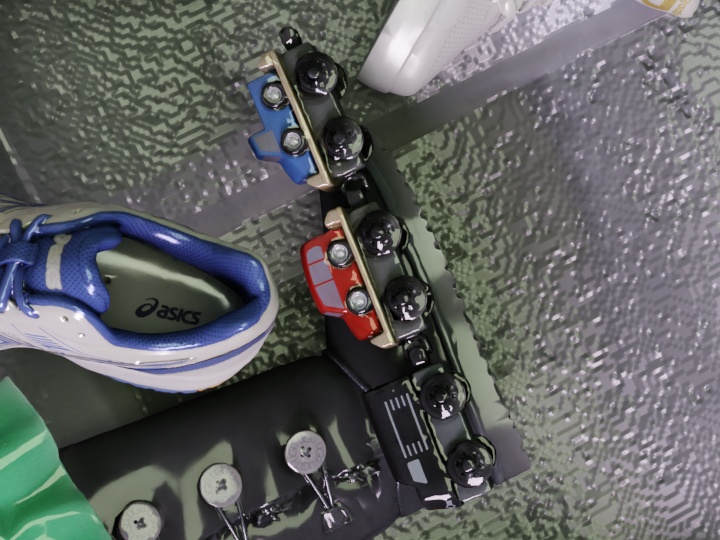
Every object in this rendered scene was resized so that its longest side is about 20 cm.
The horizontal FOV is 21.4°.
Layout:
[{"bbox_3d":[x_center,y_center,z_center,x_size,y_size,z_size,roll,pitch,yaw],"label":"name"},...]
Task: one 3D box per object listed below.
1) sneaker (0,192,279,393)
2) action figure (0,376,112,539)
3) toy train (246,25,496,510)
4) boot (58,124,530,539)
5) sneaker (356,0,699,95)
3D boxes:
[{"bbox_3d":[-0.125,-0.004,0.703,0.198,0.088,0.076,6,75,-17],"label":"sneaker"},{"bbox_3d":[-0.186,0.139,0.698,0.199,0.055,0.119,-29,74,-22],"label":"action figure"},{"bbox_3d":[0.000,0.000,0.754,0.045,0.034,0.202,-22,86,8],"label":"toy train"},{"bbox_3d":[-0.050,0.052,0.794,0.199,0.066,0.166,-24,85,-5],"label":"boot"},{"bbox_3d":[0.093,-0.135,0.822,0.115,0.074,0.201,37,80,-5],"label":"sneaker"}]
